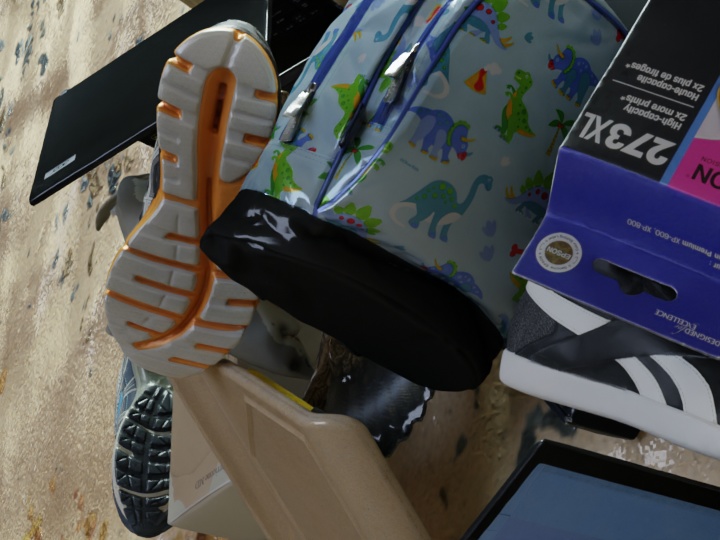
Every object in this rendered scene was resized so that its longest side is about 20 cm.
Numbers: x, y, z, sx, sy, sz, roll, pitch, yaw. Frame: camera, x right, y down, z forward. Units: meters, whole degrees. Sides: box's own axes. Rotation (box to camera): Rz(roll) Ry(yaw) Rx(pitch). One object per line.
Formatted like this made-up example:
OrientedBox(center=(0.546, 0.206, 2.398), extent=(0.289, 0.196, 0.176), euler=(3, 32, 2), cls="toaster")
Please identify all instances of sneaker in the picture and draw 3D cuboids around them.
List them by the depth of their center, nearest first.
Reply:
OrientedBox(center=(0.143, 0.014, 0.666), extent=(0.199, 0.073, 0.113), euler=(14, 96, 43), cls="sneaker")
OrientedBox(center=(-0.078, -0.036, 0.828), extent=(0.077, 0.078, 0.201), euler=(-82, 9, -65), cls="sneaker")
OrientedBox(center=(-0.150, 0.117, 1.207), extent=(0.086, 0.077, 0.201), euler=(121, 158, -48), cls="sneaker")

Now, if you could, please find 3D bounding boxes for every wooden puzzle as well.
OrientedBox(center=(-0.015, 0.123, 0.863), extent=(0.037, 0.186, 0.200), euler=(-38, 26, -20), cls="wooden puzzle")

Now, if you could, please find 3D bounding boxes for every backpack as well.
OrientedBox(center=(0.042, -0.065, 0.773), extent=(0.153, 0.163, 0.201), euler=(-12, 51, 53), cls="backpack")

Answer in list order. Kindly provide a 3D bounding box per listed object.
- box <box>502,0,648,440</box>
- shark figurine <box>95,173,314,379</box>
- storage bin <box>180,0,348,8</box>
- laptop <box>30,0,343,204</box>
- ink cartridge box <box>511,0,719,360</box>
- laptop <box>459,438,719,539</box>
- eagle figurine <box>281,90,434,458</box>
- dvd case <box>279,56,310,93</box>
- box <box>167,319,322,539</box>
OrientedBox(center=(0.130, -0.042, 0.798), extent=(0.201, 0.046, 0.159), euler=(-64, 29, 18), cls="box")
OrientedBox(center=(-0.130, -0.002, 0.992), extent=(0.090, 0.128, 0.214), euler=(-48, 53, 5), cls="shark figurine")
OrientedBox(center=(-0.058, -0.255, 1.100), extent=(0.200, 0.198, 0.094), euler=(-28, 34, 52), cls="storage bin")
OrientedBox(center=(-0.098, -0.106, 1.024), extent=(0.177, 0.200, 0.104), euler=(-29, 69, 18), cls="laptop")
OrientedBox(center=(0.148, -0.066, 0.663), extent=(0.094, 0.037, 0.201), euler=(23, 67, 22), cls="ink cartridge box")
OrientedBox(center=(0.097, 0.185, 0.598), extent=(0.103, 0.176, 0.201), euler=(-23, 55, 56), cls="laptop")
OrientedBox(center=(-0.006, 0.003, 0.913), extent=(0.150, 0.151, 0.201), euler=(-24, 87, 32), cls="eagle figurine")
OrientedBox(center=(-0.023, -0.125, 1.000), extent=(0.018, 0.200, 0.142), euler=(59, 148, -5), cls="dvd case")
OrientedBox(center=(-0.071, 0.070, 1.066), extent=(0.095, 0.077, 0.201), euler=(-39, 43, 45), cls="box")
